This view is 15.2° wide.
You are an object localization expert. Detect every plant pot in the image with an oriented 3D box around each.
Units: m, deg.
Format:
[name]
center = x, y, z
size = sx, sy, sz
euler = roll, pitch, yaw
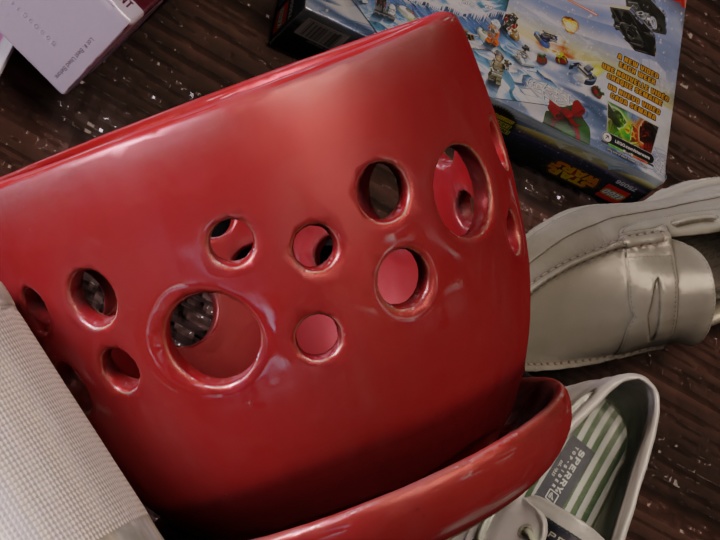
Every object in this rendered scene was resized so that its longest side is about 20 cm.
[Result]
[plant pot]
center = -0.026, 0.016, 1.033
size = 0.200, 0.200, 0.183
euler = -27, 100, -39

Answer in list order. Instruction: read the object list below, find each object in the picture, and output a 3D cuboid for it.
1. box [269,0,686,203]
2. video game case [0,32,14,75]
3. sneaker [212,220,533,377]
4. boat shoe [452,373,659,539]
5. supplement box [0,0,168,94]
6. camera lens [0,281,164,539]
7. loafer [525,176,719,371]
[box]
center = 0.061, -0.129, 1.287
size = 0.200, 0.040, 0.137
euler = 25, 57, -20
[video game case]
center = -0.232, -0.138, 1.118
size = 0.200, 0.018, 0.143
euler = 32, 54, -15
[sneaker]
center = 0.000, 0.000, 1.157
size = 0.200, 0.078, 0.070
euler = 47, 50, -4
[boat shoe]
center = 0.072, 0.120, 1.150
size = 0.074, 0.067, 0.200
euler = 33, 53, -14
[supplement box]
center = -0.102, -0.174, 1.176
size = 0.109, 0.061, 0.200
euler = 45, 42, -6
[camera lens]
center = -0.154, 0.109, 0.951
size = 0.160, 0.160, 0.200
euler = -29, 84, -39
[loafer]
center = 0.131, 0.004, 1.236
size = 0.200, 0.070, 0.070
euler = -23, 36, -38
